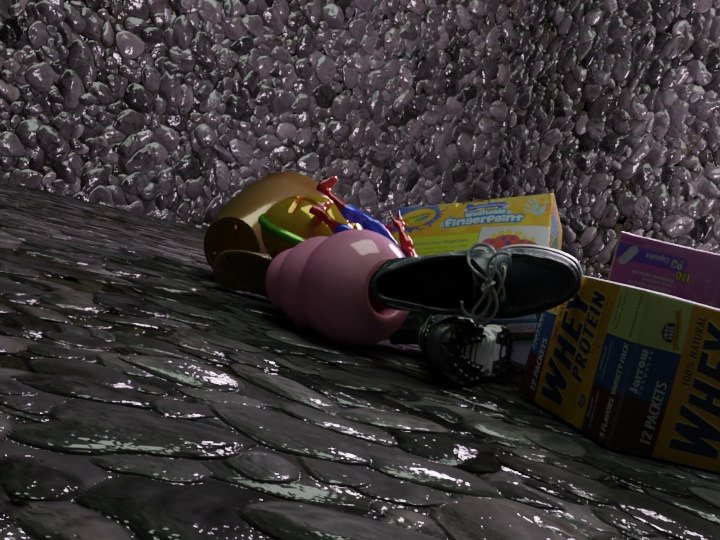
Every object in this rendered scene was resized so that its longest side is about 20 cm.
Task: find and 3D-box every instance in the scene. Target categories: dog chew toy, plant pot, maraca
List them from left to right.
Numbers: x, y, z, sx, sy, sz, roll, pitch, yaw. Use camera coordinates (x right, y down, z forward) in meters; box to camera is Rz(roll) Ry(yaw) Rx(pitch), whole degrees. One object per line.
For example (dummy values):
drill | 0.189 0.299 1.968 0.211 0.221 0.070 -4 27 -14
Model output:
plant pot | -0.153 -0.051 1.337 0.185 0.188 0.200 15 15 18
dog chew toy | -0.034 0.016 0.964 0.124 0.126 0.199 13 -5 -38
maraca | -0.037 -0.033 1.107 0.199 0.108 0.137 17 15 -28

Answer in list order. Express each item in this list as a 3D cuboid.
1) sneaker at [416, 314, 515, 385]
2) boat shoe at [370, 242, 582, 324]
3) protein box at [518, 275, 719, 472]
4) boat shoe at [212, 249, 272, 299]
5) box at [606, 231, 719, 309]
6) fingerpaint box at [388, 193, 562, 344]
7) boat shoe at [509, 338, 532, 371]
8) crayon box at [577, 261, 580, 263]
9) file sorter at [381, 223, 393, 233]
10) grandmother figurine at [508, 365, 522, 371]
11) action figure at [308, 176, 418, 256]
sneaker | 0.092 0.079 0.909 0.090 0.067 0.200 8 -1 26
boat shoe | 0.108 0.011 0.824 0.198 0.076 0.062 3 5 14
protein box | 0.291 0.095 0.828 0.199 0.136 0.198 14 3 -13
boat shoe | -0.098 0.011 1.189 0.198 0.072 0.065 15 0 3
box | 0.368 0.074 1.029 0.175 0.202 0.097 16 3 18
fingerpaint box | 0.132 0.000 1.037 0.198 0.168 0.074 -4 -40 22
boat shoe | 0.218 0.100 1.011 0.199 0.070 0.066 24 -22 35
crayon box | 0.230 0.054 1.171 0.118 0.059 0.200 5 -28 15
file sorter | 0.000 0.000 1.256 0.199 0.140 0.125 15 1 20
grandmother figurine | 0.169 0.095 1.094 0.198 0.061 0.121 11 9 -17
action figure | 0.027 -0.028 0.994 0.200 0.066 0.052 44 43 20
